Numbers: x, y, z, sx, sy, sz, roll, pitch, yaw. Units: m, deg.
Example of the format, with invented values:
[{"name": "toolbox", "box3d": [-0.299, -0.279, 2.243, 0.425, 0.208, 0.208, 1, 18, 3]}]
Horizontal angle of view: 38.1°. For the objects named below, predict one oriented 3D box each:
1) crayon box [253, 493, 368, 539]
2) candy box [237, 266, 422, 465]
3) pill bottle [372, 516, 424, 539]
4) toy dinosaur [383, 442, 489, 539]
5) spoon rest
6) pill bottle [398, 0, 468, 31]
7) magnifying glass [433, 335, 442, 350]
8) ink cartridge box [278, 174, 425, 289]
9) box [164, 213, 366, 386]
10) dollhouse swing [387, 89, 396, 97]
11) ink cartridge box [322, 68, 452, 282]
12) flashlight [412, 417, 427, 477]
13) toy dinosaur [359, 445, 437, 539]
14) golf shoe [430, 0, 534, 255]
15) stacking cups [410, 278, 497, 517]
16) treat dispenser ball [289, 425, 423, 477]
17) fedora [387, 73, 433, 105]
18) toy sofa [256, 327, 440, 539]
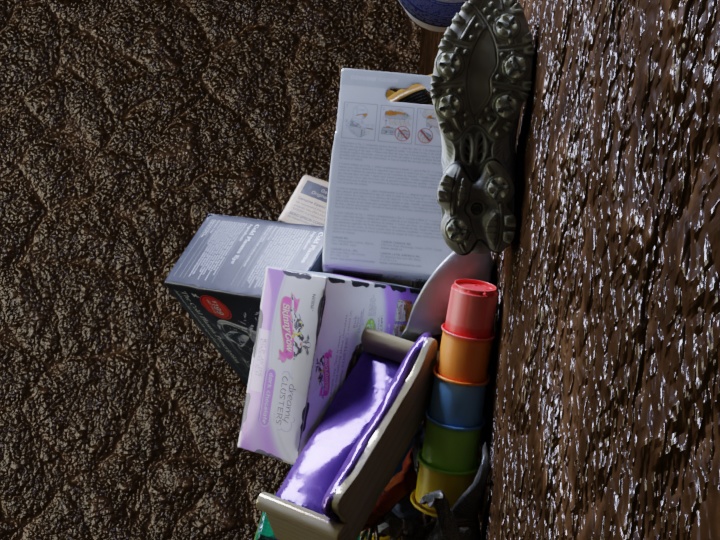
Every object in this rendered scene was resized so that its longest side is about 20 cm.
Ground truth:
[{"name": "crayon box", "box3d": [-0.068, 0.337, 1.149, 0.059, 0.117, 0.201, -80, 6, -49]}, {"name": "candy box", "box3d": [-0.022, 0.090, 1.005, 0.199, 0.071, 0.170, 10, -90, -60]}, {"name": "pill bottle", "box3d": [0.039, 0.355, 1.258, 0.200, 0.110, 0.112, -83, -2, -74]}, {"name": "toy dinosaur", "box3d": [0.061, 0.239, 0.855, 0.102, 0.076, 0.202, 46, -126, -44]}, {"name": "spoon rest", "box3d": [0.072, 0.049, 0.969, 0.099, 0.060, 0.201, -33, -33, -38]}, {"name": "pill bottle", "box3d": [0.087, -0.306, 1.032, 0.200, 0.114, 0.117, 67, -153, -89]}, {"name": "magnifying glass", "box3d": [0.092, 0.029, 1.173, 0.201, 0.022, 0.080, 96, 180, -49]}, {"name": "ink cartridge box", "box3d": [0.000, 0.000, 1.187, 0.201, 0.163, 0.076, 88, -155, -57]}, {"name": "box", "box3d": [-0.080, 0.047, 1.146, 0.105, 0.181, 0.201, -61, -41, -29]}, {"name": "dollhouse swing", "box3d": [0.065, -0.093, 1.317, 0.182, 0.174, 0.202, 127, 152, -61]}, {"name": "ink cartridge box", "box3d": [0.048, -0.092, 1.037, 0.047, 0.158, 0.203, 99, 176, -79]}, {"name": "flashlight", "box3d": [0.075, 0.154, 1.068, 0.200, 0.067, 0.069, -79, -11, -74]}, {"name": "toy dinosaur", "box3d": [0.032, 0.224, 1.029, 0.182, 0.104, 0.202, 69, -173, -54]}, {"name": "golf shoe", "box3d": [0.093, -0.116, 0.830, 0.097, 0.077, 0.203, -49, -35, -79]}, {"name": "stacking cups", "box3d": [0.081, 0.109, 0.893, 0.061, 0.060, 0.202, -84, -1, -74]}, {"name": "treat dispenser ball", "box3d": [0.007, 0.195, 1.256, 0.201, 0.198, 0.204, 5, -90, -90]}, {"name": "fedora", "box3d": [0.067, -0.136, 1.151, 0.082, 0.199, 0.202, 51, -155, -29]}, {"name": "toy sofa", "box3d": [-0.004, 0.139, 0.891, 0.201, 0.082, 0.098, -56, -31, -34]}]
